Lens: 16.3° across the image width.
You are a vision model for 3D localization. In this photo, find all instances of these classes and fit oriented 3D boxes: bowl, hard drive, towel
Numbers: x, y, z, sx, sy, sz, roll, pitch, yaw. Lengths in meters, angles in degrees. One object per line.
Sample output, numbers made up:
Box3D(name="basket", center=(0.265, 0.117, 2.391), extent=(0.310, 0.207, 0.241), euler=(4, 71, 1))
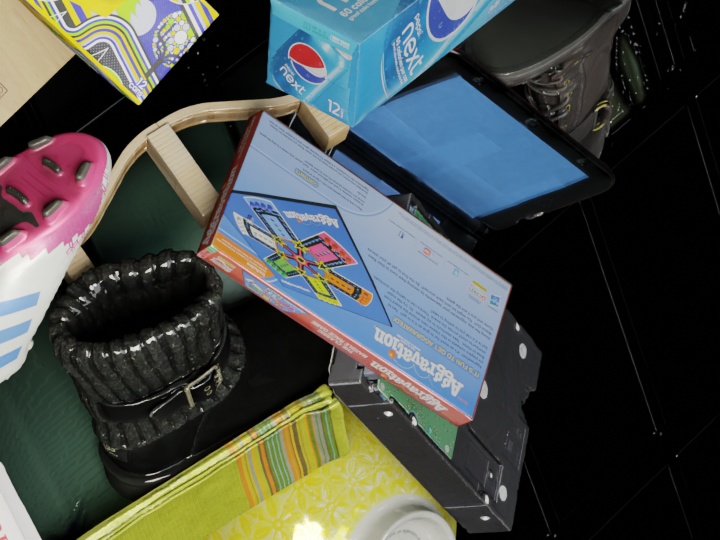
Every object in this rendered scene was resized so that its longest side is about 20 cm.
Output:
Box3D(name="bowl", center=(-0.001, 0.181, 1.641), extent=(0.200, 0.108, 0.200), euler=(-14, 111, -40))
Box3D(name="hard drive", center=(0.050, 0.062, 1.598), extent=(0.200, 0.038, 0.140), euler=(49, 44, -46))
Box3D(name="towel", center=(-0.094, 0.144, 1.538), extent=(0.200, 0.018, 0.086), euler=(-32, 151, -10))

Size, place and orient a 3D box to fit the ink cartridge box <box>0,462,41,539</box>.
Box3D(name="ink cartridge box", center=(-0.250, 0.172, 1.402), extent=(0.200, 0.067, 0.116), euler=(-21, 77, -37))

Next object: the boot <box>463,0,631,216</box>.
Box3D(name="boot", center=(0.128, -0.110, 1.670), extent=(0.200, 0.069, 0.174), euler=(-37, 144, -45))

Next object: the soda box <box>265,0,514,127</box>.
Box3D(name="soda box", center=(0.030, -0.169, 1.507), extent=(0.200, 0.068, 0.064), euler=(-41, 149, -39))

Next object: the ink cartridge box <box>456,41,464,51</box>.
Box3D(name="ink cartridge box", center=(0.029, -0.240, 1.605), extent=(0.200, 0.057, 0.163), euler=(45, 70, -24))

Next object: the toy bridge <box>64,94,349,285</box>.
Box3D(name="toy bridge", center=(-0.107, -0.057, 1.507), extent=(0.200, 0.027, 0.067), euler=(-33, 79, -14))

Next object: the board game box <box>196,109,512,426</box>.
Box3D(name="board game box", center=(0.000, 0.000, 1.494), extent=(0.200, 0.019, 0.103), euler=(35, 53, -23))

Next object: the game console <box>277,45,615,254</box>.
Box3D(name="game console", center=(0.039, -0.035, 1.610), extent=(0.200, 0.119, 0.172), euler=(34, 78, -42))

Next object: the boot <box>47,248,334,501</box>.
Box3D(name="boot", center=(-0.083, 0.034, 1.507), extent=(0.211, 0.079, 0.158), euler=(-37, 143, -23))

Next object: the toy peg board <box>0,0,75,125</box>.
Box3D(name="toy peg board", center=(-0.212, -0.215, 1.365), extent=(0.199, 0.098, 0.200), euler=(-45, 129, -5))

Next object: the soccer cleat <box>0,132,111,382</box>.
Box3D(name="soccer cleat", center=(-0.208, 0.010, 1.442), extent=(0.200, 0.070, 0.086), euler=(-52, 146, -16))

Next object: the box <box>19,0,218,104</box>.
Box3D(name="box", center=(-0.167, -0.178, 1.309), extent=(0.070, 0.064, 0.200), euler=(-48, 129, -2))
